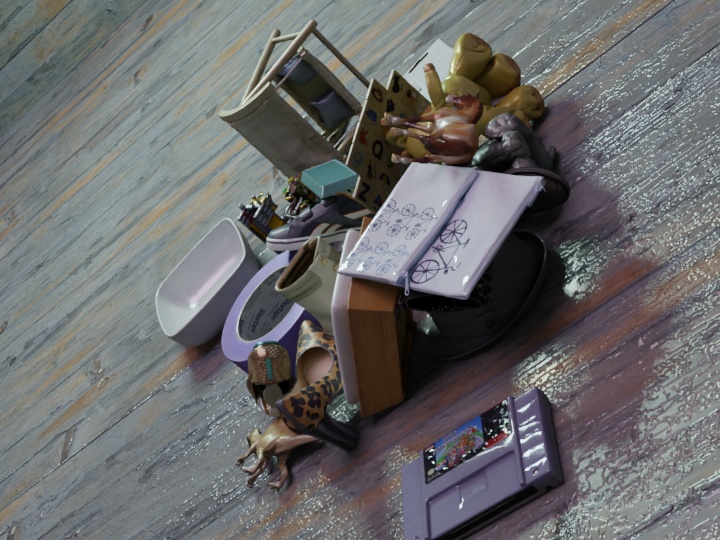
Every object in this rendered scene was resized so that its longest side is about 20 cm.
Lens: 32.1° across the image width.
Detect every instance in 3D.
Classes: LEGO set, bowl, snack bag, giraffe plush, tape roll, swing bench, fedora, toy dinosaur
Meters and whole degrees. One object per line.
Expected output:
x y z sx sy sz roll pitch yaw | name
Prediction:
-0.105 -0.110 1.993 0.199 0.116 0.154 9 63 57 | LEGO set
-0.245 0.028 2.072 0.200 0.075 0.200 -46 30 7 | bowl
0.091 -0.050 1.440 0.199 0.021 0.189 13 58 43 | snack bag
0.132 -0.203 1.738 0.199 0.173 0.162 -33 -10 -42 | giraffe plush
-0.104 0.070 1.815 0.199 0.085 0.201 -36 31 26 | tape roll
-0.094 -0.271 2.085 0.129 0.199 0.201 2 57 55 | swing bench
0.133 0.009 1.547 0.199 0.090 0.178 -28 35 35 | fedora
-0.111 0.234 1.658 0.199 0.058 0.102 -12 44 48 | toy dinosaur

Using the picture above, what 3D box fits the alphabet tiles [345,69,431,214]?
0.047 -0.173 1.782 0.006 0.166 0.202 3 70 41 | alphabet tiles

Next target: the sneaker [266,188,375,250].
-0.044 -0.080 1.820 0.198 0.080 0.078 -10 12 1 | sneaker

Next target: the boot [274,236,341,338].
0.000 0.000 1.677 0.200 0.154 0.072 -42 29 13 | boot

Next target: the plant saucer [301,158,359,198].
-0.044 -0.139 1.853 0.069 0.019 0.200 -20 14 -7 | plant saucer

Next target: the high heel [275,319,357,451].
-0.073 0.125 1.588 0.071 0.142 0.201 -34 52 20 | high heel

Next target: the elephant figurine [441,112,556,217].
0.142 -0.106 1.611 0.199 0.155 0.142 -28 43 25 | elephant figurine

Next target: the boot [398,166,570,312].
0.146 -0.026 1.447 0.198 0.069 0.175 -13 44 23 | boot

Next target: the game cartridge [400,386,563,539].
0.126 0.221 1.369 0.199 0.038 0.130 -35 36 24 | game cartridge

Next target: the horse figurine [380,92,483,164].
0.097 -0.169 1.534 0.200 0.131 0.050 -101 13 -66 | horse figurine

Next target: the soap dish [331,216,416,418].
0.020 0.060 1.557 0.080 0.201 0.158 2 45 9 | soap dish

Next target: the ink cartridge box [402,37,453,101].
0.130 -0.283 1.943 0.109 0.050 0.200 -45 28 8 | ink cartridge box

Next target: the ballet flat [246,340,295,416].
-0.121 0.159 1.677 0.070 0.200 0.066 -7 66 0 | ballet flat
